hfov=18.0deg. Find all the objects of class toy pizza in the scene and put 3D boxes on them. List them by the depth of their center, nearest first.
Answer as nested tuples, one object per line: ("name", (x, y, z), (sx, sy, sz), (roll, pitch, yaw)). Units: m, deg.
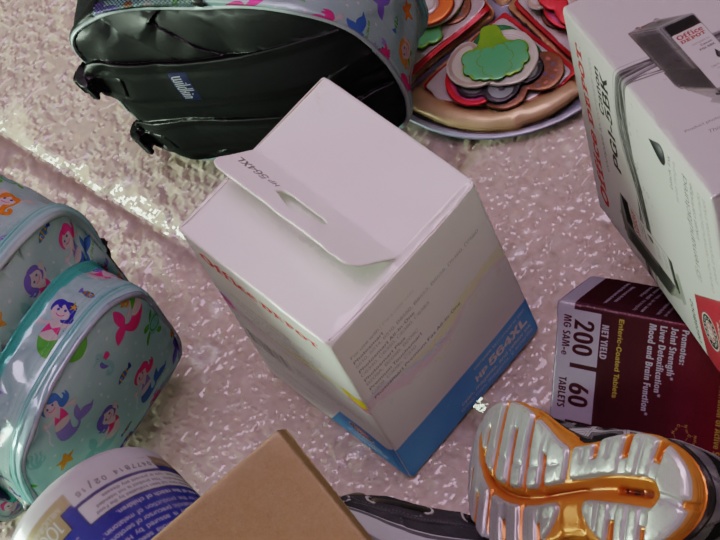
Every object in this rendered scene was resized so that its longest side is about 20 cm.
("toy pizza", (0.092, -0.175, 1.482), (0.199, 0.032, 0.201), (-8, 59, 13))

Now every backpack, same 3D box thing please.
("backpack", (-0.208, 0.045, 1.339), (0.150, 0.200, 0.178), (24, 69, 27))
("backpack", (-0.057, -0.156, 1.428), (0.199, 0.178, 0.151), (2, 63, 28))

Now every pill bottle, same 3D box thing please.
("pill bottle", (-0.098, 0.203, 1.270), (0.120, 0.120, 0.200), (-43, 58, -10))

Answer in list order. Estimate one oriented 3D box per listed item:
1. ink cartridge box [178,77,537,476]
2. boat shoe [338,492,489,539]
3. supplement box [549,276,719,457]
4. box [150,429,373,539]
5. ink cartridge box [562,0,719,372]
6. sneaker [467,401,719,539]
("ink cartridge box", (0.000, 0.000, 1.309), (0.128, 0.200, 0.125), (36, 76, 30))
("boat shoe", (0.013, 0.152, 1.251), (0.199, 0.070, 0.066), (9, 26, -20))
("supplement box", (0.206, 0.077, 1.253), (0.199, 0.061, 0.110), (10, 108, 22))
("box", (-0.039, 0.210, 1.169), (0.163, 0.021, 0.200), (-41, 82, 4))
("ink cartridge box", (0.188, -0.049, 1.200), (0.082, 0.147, 0.200), (-21, 38, -6))
("sneaker", (0.128, 0.118, 1.215), (0.200, 0.077, 0.079), (9, 90, 56))
